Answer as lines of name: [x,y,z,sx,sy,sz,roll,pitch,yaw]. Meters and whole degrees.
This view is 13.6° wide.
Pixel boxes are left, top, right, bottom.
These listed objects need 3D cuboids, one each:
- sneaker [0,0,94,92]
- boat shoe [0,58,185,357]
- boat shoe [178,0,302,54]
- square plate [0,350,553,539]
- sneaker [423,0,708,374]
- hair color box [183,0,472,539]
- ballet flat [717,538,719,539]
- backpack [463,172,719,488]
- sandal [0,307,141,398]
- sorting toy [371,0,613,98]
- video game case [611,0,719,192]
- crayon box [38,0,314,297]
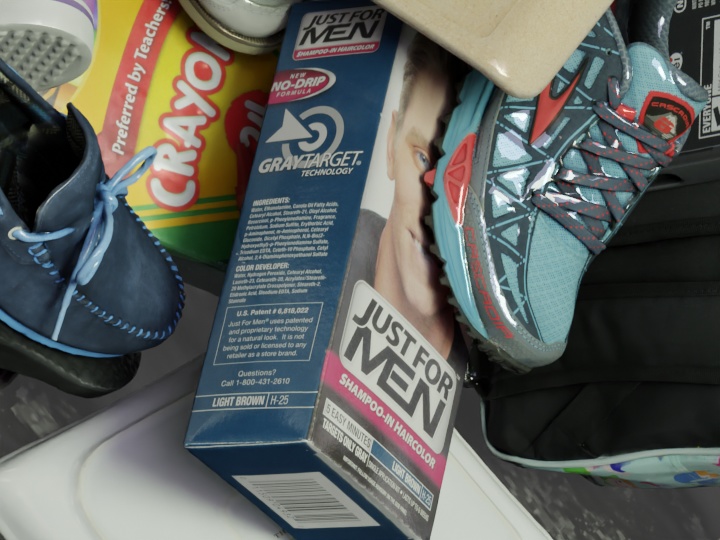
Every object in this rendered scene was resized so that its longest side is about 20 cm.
sneaker: [-0.203,-0.119,1.187,0.199,0.073,0.115,-6,65,2]
boat shoe: [-0.127,-0.029,1.141,0.200,0.068,0.085,37,44,-43]
boat shoe: [-0.044,-0.188,1.252,0.074,0.068,0.201,13,58,-28]
square plate: [-0.023,0.110,1.218,0.199,0.029,0.198,-29,68,-31]
sneaker: [0.087,-0.058,1.188,0.079,0.095,0.201,28,66,-51]
hair color box: [0.000,0.000,1.192,0.100,0.060,0.201,44,50,-48]
ballet flat: [0.167,0.145,1.273,0.070,0.200,0.071,11,47,-12]
backpack: [0.158,0.007,1.278,0.150,0.199,0.179,13,75,-42]
sandal: [-0.160,0.010,1.183,0.200,0.048,0.076,17,56,-55]
sorting toy: [0.035,-0.184,1.189,0.200,0.037,0.185,36,69,8]
video game case: [0.100,-0.125,1.272,0.025,0.180,0.201,27,60,-49]
crayon box: [-0.113,-0.080,1.248,0.199,0.051,0.128,21,75,-20]
